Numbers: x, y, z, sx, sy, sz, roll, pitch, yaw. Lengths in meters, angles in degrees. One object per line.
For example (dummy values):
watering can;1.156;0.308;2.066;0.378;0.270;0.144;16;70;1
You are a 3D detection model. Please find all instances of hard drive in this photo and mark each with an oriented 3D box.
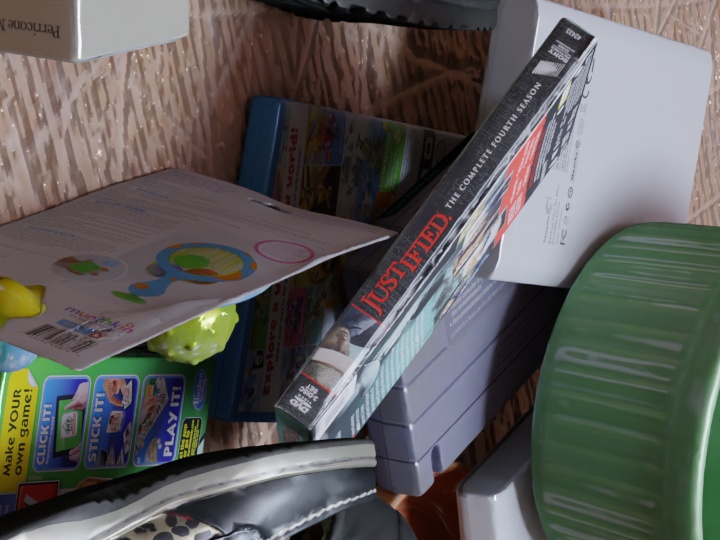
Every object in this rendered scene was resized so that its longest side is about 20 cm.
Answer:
hard drive;0.114;-0.057;1.246;0.200;0.026;0.132;6;94;-59
hard drive;0.095;0.175;1.303;0.132;0.026;0.200;-40;129;-54

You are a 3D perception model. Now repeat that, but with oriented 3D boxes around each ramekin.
ramekin;0.165;0.070;1.251;0.200;0.098;0.200;-27;122;-53

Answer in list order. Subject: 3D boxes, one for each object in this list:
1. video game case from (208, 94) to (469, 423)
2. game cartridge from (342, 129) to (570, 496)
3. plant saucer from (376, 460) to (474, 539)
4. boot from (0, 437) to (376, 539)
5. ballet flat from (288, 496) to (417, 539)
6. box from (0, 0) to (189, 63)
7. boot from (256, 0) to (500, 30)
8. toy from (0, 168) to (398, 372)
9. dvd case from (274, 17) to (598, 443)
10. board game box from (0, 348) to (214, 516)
video game case;0.000;0.000;1.182;0.200;0.018;0.143;6;94;-58
game cartridge;0.059;0.002;1.229;0.200;0.038;0.130;-43;129;-45
plant saucer;0.022;0.192;1.244;0.200;0.032;0.201;-16;109;-61
boot;-0.068;0.151;0.937;0.203;0.073;0.154;-16;90;-34
ballet flat;-0.055;0.154;1.014;0.068;0.068;0.200;52;53;-9
box;-0.111;-0.179;0.900;0.068;0.082;0.200;-21;115;-54
boot;0.002;-0.186;1.074;0.211;0.079;0.158;7;93;-57
toy;-0.088;0.010;0.960;0.200;0.115;0.047;-19;121;-54
dvd case;0.031;-0.003;1.066;0.200;0.022;0.146;-55;172;-12
board game box;-0.122;0.131;1.007;0.135;0.029;0.200;3;97;-58
